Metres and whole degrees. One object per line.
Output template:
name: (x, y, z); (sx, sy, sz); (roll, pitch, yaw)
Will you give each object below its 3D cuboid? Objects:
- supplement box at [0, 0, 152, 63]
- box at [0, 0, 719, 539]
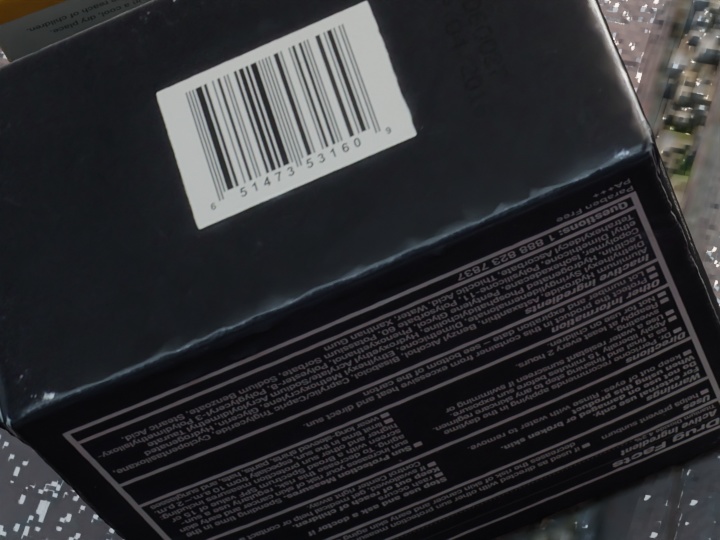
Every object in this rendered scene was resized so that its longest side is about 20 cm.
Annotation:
supplement box: (-0.078, -0.096, 0.962); (0.073, 0.200, 0.127); (-20, 61, 3)
box: (0.000, 0.000, 0.895); (0.199, 0.199, 0.124); (-22, 59, 6)
